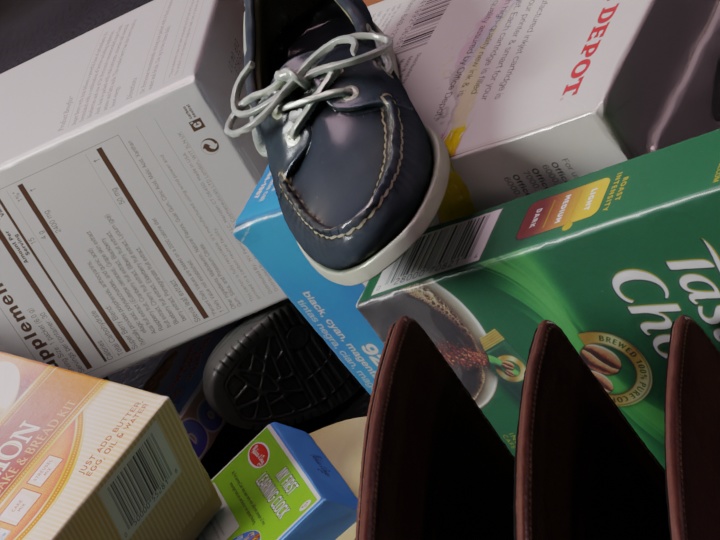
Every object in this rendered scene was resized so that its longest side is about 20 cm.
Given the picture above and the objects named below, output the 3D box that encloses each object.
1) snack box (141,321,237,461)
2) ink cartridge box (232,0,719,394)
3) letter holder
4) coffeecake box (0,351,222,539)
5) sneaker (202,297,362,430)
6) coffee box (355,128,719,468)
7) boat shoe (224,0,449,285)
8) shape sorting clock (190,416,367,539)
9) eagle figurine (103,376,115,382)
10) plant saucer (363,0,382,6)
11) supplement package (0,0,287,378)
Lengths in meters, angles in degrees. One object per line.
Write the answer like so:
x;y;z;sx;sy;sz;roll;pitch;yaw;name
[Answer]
-0.084;0.063;1.422;0.072;0.024;0.200;-25;25;46;snack box
0.084;-0.038;1.228;0.200;0.145;0.147;-16;34;41;ink cartridge box
0.076;0.091;1.009;0.100;0.142;0.200;-28;25;20;letter holder
-0.187;0.109;1.262;0.199;0.073;0.154;12;51;35;coffeecake box
-0.002;-0.002;1.399;0.200;0.060;0.104;-37;24;-10;sneaker
0.109;0.020;1.120;0.199;0.123;0.044;-17;29;36;coffee box
-0.012;-0.065;1.162;0.075;0.062;0.200;-32;29;15;boat shoe
-0.057;0.133;1.249;0.200;0.039;0.200;-40;15;13;shape sorting clock
-0.217;0.118;1.438;0.151;0.151;0.200;33;30;25;eagle figurine
0.015;-0.157;1.456;0.200;0.200;0.037;-44;-11;-15;plant saucer
-0.125;-0.030;1.378;0.199;0.120;0.121;-23;26;18;supplement package
